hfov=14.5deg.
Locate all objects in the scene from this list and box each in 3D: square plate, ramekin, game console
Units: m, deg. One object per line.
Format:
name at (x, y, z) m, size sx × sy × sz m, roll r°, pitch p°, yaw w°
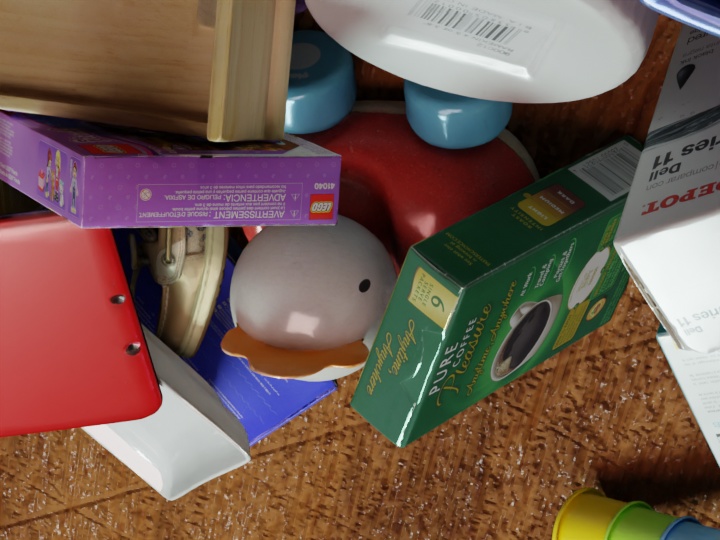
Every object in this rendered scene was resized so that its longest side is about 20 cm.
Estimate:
square plate at (-0.159, 0.055, 1.711) m, size 0.198 × 0.028 × 0.200 m, roll 42°, pitch 159°, yaw -6°
ramekin at (0.064, -0.163, 1.426) m, size 0.200 × 0.098 × 0.201 m, roll 11°, pitch 162°, yaw 4°
game console at (-0.217, 0.002, 1.589) m, size 0.172 × 0.119 × 0.200 m, roll 47°, pitch 161°, yaw 33°

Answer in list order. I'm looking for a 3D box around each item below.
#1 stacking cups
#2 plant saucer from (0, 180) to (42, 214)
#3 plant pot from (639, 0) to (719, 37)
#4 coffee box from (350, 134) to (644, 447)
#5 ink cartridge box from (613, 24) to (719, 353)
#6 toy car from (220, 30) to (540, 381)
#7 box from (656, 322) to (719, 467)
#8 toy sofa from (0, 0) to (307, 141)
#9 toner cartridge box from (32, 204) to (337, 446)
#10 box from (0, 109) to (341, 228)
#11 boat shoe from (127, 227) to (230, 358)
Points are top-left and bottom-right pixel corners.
stacking cups at (0.212, 0.175, 1.729) m, size 0.200 × 0.061 × 0.061 m, roll 7°, pitch 137°, yaw 43°
plant saucer at (-0.272, -0.073, 1.729) m, size 0.199 × 0.049 × 0.200 m, roll 11°, pitch 134°, yaw 11°
plant pot at (0.255, -0.207, 1.257) m, size 0.199 × 0.180 × 0.200 m, roll 20°, pitch 134°, yaw 2°
coffee box at (0.086, 0.008, 1.560) m, size 0.044 × 0.200 × 0.123 m, roll 39°, pitch 133°, yaw 22°
ink cartridge box at (0.225, -0.066, 1.439) m, size 0.146 × 0.200 × 0.083 m, roll -18°, pitch 123°, yaw 33°
toy car at (0.000, 0.000, 1.587) m, size 0.176 × 0.200 × 0.185 m, roll 6°, pitch 134°, yaw 15°
box at (0.252, 0.090, 1.684) m, size 0.082 × 0.049 × 0.200 m, roll -8°, pitch 128°, yaw 28°
toy sofa at (-0.130, -0.117, 1.457) m, size 0.199 × 0.098 × 0.083 m, roll 8°, pitch 97°, yaw 23°
toner cartridge box at (-0.109, 0.020, 1.734) m, size 0.095 × 0.043 × 0.200 m, roll -34°, pitch 117°, yaw 9°
box at (-0.110, -0.058, 1.478) m, size 0.136 × 0.200 × 0.039 m, roll -1°, pitch 101°, yaw -22°
boat shoe at (-0.106, -0.047, 1.640) m, size 0.062 × 0.073 × 0.201 m, roll 5°, pitch 108°, yaw -7°
